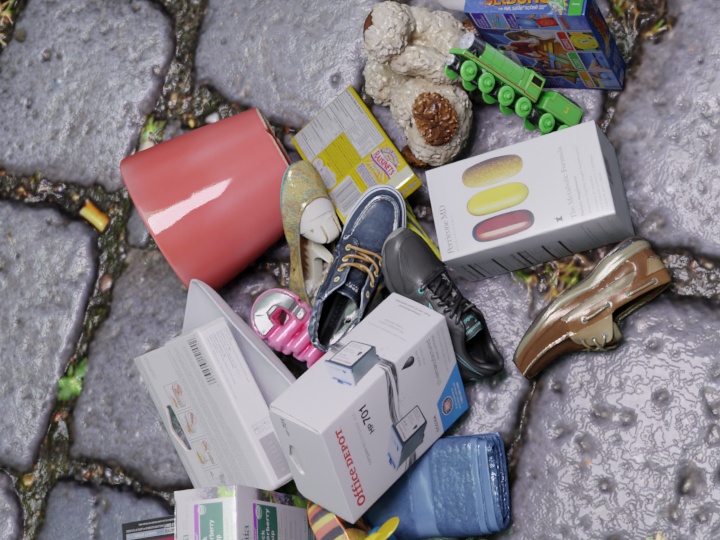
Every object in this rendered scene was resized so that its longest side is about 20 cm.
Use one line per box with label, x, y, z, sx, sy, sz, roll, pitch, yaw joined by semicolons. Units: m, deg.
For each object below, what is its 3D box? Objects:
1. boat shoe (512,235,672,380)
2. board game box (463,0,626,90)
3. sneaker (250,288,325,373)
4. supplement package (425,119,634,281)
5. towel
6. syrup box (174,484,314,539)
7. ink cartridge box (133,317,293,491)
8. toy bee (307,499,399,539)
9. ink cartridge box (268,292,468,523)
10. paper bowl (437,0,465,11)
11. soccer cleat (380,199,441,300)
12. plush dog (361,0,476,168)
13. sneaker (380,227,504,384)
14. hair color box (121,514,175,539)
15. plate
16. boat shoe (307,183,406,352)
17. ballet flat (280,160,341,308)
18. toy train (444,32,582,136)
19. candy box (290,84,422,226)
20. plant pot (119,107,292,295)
boat shoe;0.254;0.051;1.584;0.200;0.076;0.074;-44;69;8
board game box;0.207;-0.255;1.604;0.135;0.200;0.035;6;76;23
sneaker;-0.045;0.100;1.697;0.079;0.095;0.200;-44;90;-8
supplement package;0.189;-0.073;1.619;0.199;0.109;0.115;-17;71;18
towel;0.068;0.244;1.625;0.199;0.048;0.113;-8;83;22
syrup box;-0.126;0.289;1.614;0.081;0.200;0.079;-9;73;20
ink cartridge box;-0.171;0.167;1.690;0.176;0.045;0.201;-22;94;55
toy bee;0.007;0.321;1.571;0.199;0.109;0.131;34;108;14
ink cartridge box;0.013;0.147;1.562;0.086;0.147;0.200;21;52;39
paper bowl;0.158;-0.349;1.653;0.199;0.200;0.105;8;105;24
soccer cleat;0.057;-0.029;1.701;0.083;0.065;0.201;-4;62;-18
plush dog;0.084;-0.204;1.668;0.159;0.200;0.173;-4;78;0
sneaker;0.096;0.037;1.602;0.075;0.201;0.079;-42;21;-28
hair color box;-0.218;0.392;1.705;0.098;0.061;0.201;-12;74;19
plate;-0.139;0.130;1.692;0.032;0.201;0.200;-27;59;-33
boat shoe;0.000;0.000;1.604;0.070;0.091;0.201;22;91;-2
ballet flat;-0.051;-0.031;1.683;0.070;0.071;0.201;16;125;25
toy train;0.173;-0.202;1.620;0.042;0.199;0.057;19;82;55
candy box;-0.008;-0.131;1.722;0.102;0.026;0.200;-39;44;8
plant pot;-0.162;-0.089;1.734;0.177;0.201;0.201;-29;68;2
